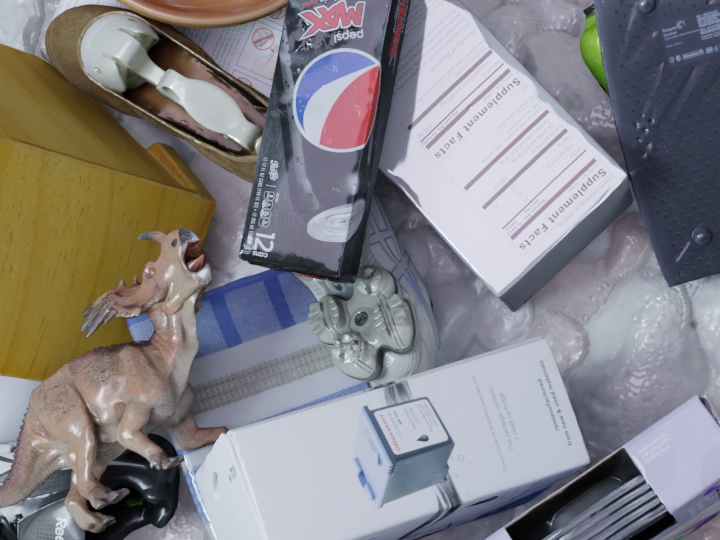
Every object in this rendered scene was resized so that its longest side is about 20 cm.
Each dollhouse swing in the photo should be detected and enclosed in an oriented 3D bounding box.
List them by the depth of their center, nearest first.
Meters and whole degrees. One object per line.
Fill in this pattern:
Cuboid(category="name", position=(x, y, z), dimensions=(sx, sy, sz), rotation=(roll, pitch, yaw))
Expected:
Cuboid(category="dollhouse swing", position=(-0.230, -0.045, 1.268), dimensions=(0.175, 0.200, 0.182), rotation=(25, 96, 37))

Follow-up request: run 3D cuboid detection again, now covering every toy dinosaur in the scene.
Cuboid(category="toy dinosaur", position=(-0.155, 0.073, 1.204), dimensions=(0.200, 0.086, 0.136), rotation=(-31, 77, 1))

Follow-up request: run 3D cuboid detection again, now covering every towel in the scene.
Cuboid(category="towel", position=(-0.049, 0.099, 1.263), dimensions=(0.146, 0.024, 0.201), rotation=(-20, 77, -19))

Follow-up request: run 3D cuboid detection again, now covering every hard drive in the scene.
Cuboid(category="hard drive", position=(0.221, -0.103, 1.218), dimensions=(0.134, 0.042, 0.201), rotation=(-16, 102, 1))

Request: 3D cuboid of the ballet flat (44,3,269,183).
Cuboid(category="ballet flat", position=(-0.122, -0.119, 1.262), dimensions=(0.200, 0.072, 0.068), rotation=(34, 87, 11))

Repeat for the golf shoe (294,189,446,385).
Cuboid(category="golf shoe", position=(0.000, 0.000, 1.272), dimensions=(0.078, 0.097, 0.201), rotation=(-31, 52, 18))

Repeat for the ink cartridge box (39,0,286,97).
Cuboid(category="ink cartridge box", position=(-0.096, -0.179, 1.343), dimensions=(0.199, 0.050, 0.162), rotation=(24, 86, -4))

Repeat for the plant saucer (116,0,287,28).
Cuboid(category="plant saucer", position=(-0.105, -0.251, 1.301), dimensions=(0.199, 0.037, 0.201), rotation=(2, 75, -9))

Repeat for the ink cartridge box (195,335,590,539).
Cuboid(category="ink cartridge box", position=(0.015, 0.119, 1.178), dimensions=(0.199, 0.146, 0.086), rotation=(-18, 78, -16))

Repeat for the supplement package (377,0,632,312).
Cuboid(category="supplement package", position=(0.065, -0.085, 1.248), dimensions=(0.110, 0.114, 0.200), rotation=(-43, 80, 3))

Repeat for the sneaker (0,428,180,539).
Cuboid(category="sneaker", position=(-0.205, 0.152, 1.259), dimensions=(0.199, 0.067, 0.091), rotation=(-15, 35, -7))

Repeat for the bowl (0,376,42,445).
Cuboid(category="bowl", position=(-0.277, 0.054, 1.313), dimensions=(0.200, 0.090, 0.202), rotation=(-2, 80, 11))

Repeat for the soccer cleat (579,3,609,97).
Cuboid(category="soccer cleat", position=(0.236, -0.170, 1.259), dimensions=(0.199, 0.068, 0.081), rotation=(-28, 100, 2))

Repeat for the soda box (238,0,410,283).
Cuboid(category="soda box", position=(-0.018, -0.096, 1.170), dimensions=(0.063, 0.071, 0.201), rotation=(10, 88, 9))

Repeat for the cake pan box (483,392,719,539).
Cuboid(category="cake pan box", position=(0.141, 0.151, 1.154), dimensions=(0.184, 0.200, 0.052), rotation=(-36, 74, 2))
